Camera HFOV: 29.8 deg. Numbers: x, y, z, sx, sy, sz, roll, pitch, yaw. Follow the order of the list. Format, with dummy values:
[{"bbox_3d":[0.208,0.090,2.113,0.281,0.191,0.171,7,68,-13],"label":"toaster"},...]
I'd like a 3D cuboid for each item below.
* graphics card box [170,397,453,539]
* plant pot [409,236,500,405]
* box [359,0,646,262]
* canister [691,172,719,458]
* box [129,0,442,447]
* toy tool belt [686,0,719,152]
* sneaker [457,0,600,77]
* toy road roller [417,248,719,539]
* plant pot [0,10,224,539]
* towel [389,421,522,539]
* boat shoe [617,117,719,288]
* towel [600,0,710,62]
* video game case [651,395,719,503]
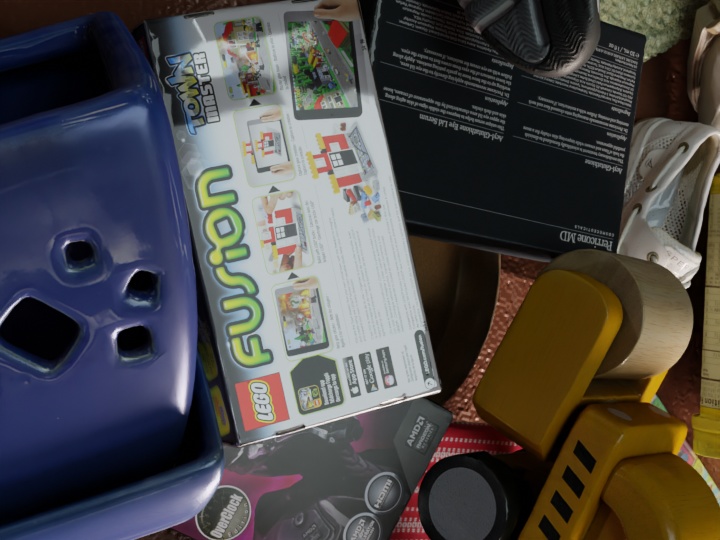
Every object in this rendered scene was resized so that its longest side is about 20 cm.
[{"bbox_3d":[-0.062,0.084,0.716,0.200,0.051,0.126,32,83,-25],"label":"graphics card box"},{"bbox_3d":[0.000,0.000,0.797,0.200,0.027,0.200,-3,94,-37],"label":"plant pot"},{"bbox_3d":[0.061,-0.086,0.771,0.200,0.079,0.141,11,84,-36],"label":"box"},{"bbox_3d":[0.306,0.033,0.980,0.148,0.087,0.200,2,91,-47],"label":"canister"},{"bbox_3d":[-0.035,-0.027,0.647,0.110,0.035,0.200,-12,92,-23],"label":"box"},{"bbox_3d":[0.294,-0.173,0.917,0.200,0.125,0.123,98,14,-46],"label":"toy tool belt"},{"bbox_3d":[0.086,-0.187,0.716,0.115,0.075,0.200,-1,61,-58],"label":"sneaker"},{"bbox_3d":[0.142,0.101,0.746,0.123,0.146,0.200,7,110,-56],"label":"toy road roller"},{"bbox_3d":[-0.161,0.017,0.548,0.200,0.200,0.180,-17,111,-8],"label":"plant pot"},{"bbox_3d":[0.035,0.187,0.824,0.145,0.022,0.200,8,96,-36],"label":"towel"},{"bbox_3d":[0.194,-0.011,0.911,0.071,0.069,0.200,23,80,-37],"label":"boat shoe"},{"bbox_3d":[0.174,-0.206,0.904,0.200,0.036,0.148,-31,111,-31],"label":"towel"},{"bbox_3d":[0.190,0.217,0.954,0.200,0.022,0.182,-49,119,-23],"label":"video game case"}]
